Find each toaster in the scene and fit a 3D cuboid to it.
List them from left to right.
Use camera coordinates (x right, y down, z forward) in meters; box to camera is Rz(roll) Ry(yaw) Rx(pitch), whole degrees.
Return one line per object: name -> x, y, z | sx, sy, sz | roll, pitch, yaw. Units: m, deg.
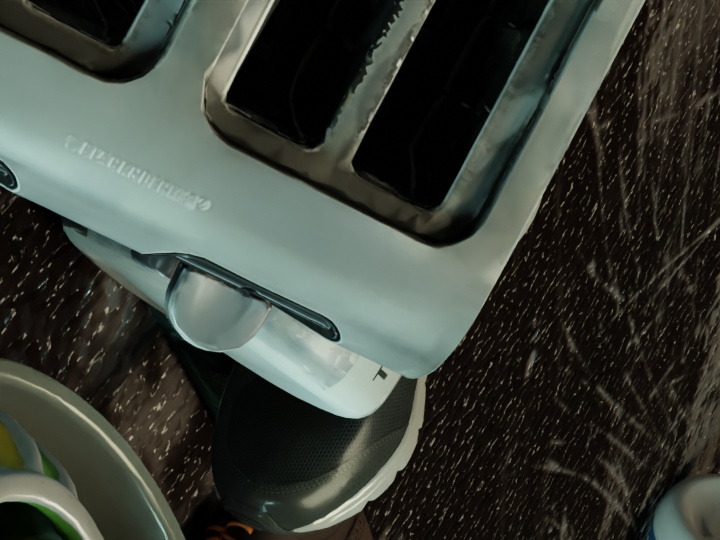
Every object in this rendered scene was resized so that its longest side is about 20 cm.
toaster -> -0.029, -0.094, 0.598 | 0.201, 0.180, 0.119 | -61, -158, 5

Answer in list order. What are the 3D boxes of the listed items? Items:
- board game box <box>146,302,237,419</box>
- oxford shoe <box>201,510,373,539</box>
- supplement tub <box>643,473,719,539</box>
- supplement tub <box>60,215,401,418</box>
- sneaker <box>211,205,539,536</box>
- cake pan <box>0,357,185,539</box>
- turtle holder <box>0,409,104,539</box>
board game box -> -0.023, -0.017, 1.011 | 0.136, 0.028, 0.200 | -56, 161, -14
oxford shoe -> -0.064, 0.140, 1.119 | 0.200, 0.071, 0.073 | -25, 112, -55
supplement tub -> 0.270, 0.276, 2.087 | 0.145, 0.144, 0.201 | -35, 150, -53
supplement tub -> 0.003, -0.065, 0.853 | 0.201, 0.122, 0.123 | -58, 162, -6
sneaker -> 0.000, 0.000, 0.959 | 0.201, 0.074, 0.085 | -61, 158, -27
cake pan -> -0.115, 0.126, 0.789 | 0.200, 0.037, 0.202 | 26, 57, -48
turtle holder -> -0.123, 0.075, 0.643 | 0.140, 0.131, 0.187 | 14, 71, -48
